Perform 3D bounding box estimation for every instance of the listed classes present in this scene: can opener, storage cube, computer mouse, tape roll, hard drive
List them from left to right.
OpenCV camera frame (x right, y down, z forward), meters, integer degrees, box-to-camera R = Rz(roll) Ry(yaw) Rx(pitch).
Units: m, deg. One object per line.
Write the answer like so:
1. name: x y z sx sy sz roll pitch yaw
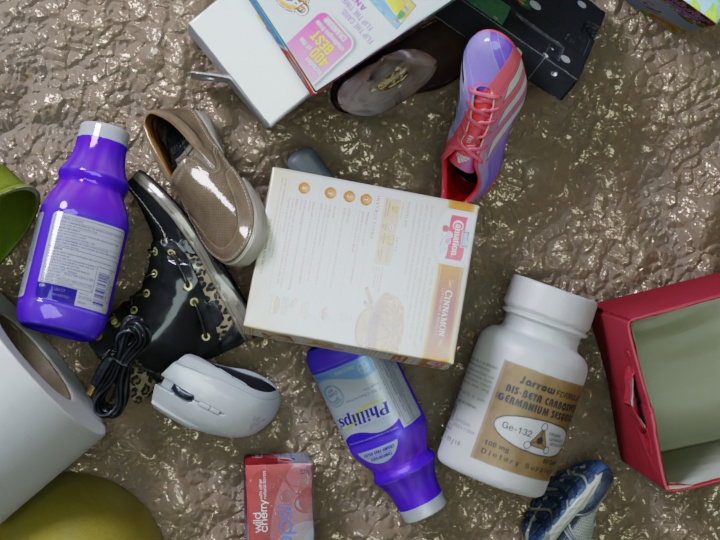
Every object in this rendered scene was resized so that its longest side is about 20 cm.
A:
1. tape roll: -0.354 0.122 1.470 0.139 0.203 0.203 -40 95 -1
2. computer mouse: -0.160 0.118 1.523 0.200 0.044 0.110 20 110 -29
3. can opener: -0.015 -0.030 1.562 0.066 0.053 0.200 -31 95 -1
4. hard drive: 0.136 -0.262 1.526 0.200 0.140 0.038 34 131 -6
5. storage cube: 0.340 0.101 1.532 0.199 0.180 0.172 -14 94 -4

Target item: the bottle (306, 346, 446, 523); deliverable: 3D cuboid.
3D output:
1. bottle: 0.022 0.152 1.562 0.083 0.065 0.200 -22 96 30

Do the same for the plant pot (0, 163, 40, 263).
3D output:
1. plant pot: -0.439 -0.074 1.472 0.200 0.200 0.193 -44 83 -1

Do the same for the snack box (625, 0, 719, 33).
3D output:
1. snack box: 0.258 -0.311 1.510 0.200 0.169 0.068 35 93 -6

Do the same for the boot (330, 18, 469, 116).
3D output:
1. boot: 0.057 -0.196 1.484 0.186 0.200 0.064 -30 95 -2

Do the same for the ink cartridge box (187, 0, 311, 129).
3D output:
1. ink cartridge box: -0.070 -0.229 1.510 0.200 0.129 0.125 -39 96 -1

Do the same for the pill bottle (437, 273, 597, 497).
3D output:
1. pill bottle: 0.160 0.112 1.551 0.114 0.114 0.201 19 91 -5

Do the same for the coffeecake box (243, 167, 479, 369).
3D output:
1. coffeecake box: 0.000 0.000 1.492 0.199 0.073 0.154 11 81 -2

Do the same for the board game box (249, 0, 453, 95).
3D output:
1. board game box: -0.002 -0.277 1.428 0.200 0.040 0.153 -33 96 -3

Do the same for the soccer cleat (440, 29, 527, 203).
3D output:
1. soccer cleat: 0.112 -0.139 1.502 0.067 0.200 0.077 23 51 12

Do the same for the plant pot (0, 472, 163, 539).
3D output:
1. plant pot: -0.288 0.305 1.514 0.199 0.142 0.201 0 92 -4

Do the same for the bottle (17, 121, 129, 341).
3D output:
1. bottle: -0.262 -0.038 1.476 0.083 0.065 0.201 16 77 -26

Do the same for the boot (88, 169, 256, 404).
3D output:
1. boot: -0.209 0.019 1.543 0.150 0.073 0.200 -35 100 -2

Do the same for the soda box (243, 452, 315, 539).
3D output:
1. soda box: -0.080 0.285 1.568 0.070 0.063 0.201 -2 92 -5

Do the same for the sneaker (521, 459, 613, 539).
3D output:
1. sneaker: 0.203 0.283 1.593 0.085 0.077 0.200 31 98 -15

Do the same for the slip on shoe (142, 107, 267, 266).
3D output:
1. slip on shoe: -0.150 -0.083 1.488 0.060 0.200 0.076 16 128 -43
